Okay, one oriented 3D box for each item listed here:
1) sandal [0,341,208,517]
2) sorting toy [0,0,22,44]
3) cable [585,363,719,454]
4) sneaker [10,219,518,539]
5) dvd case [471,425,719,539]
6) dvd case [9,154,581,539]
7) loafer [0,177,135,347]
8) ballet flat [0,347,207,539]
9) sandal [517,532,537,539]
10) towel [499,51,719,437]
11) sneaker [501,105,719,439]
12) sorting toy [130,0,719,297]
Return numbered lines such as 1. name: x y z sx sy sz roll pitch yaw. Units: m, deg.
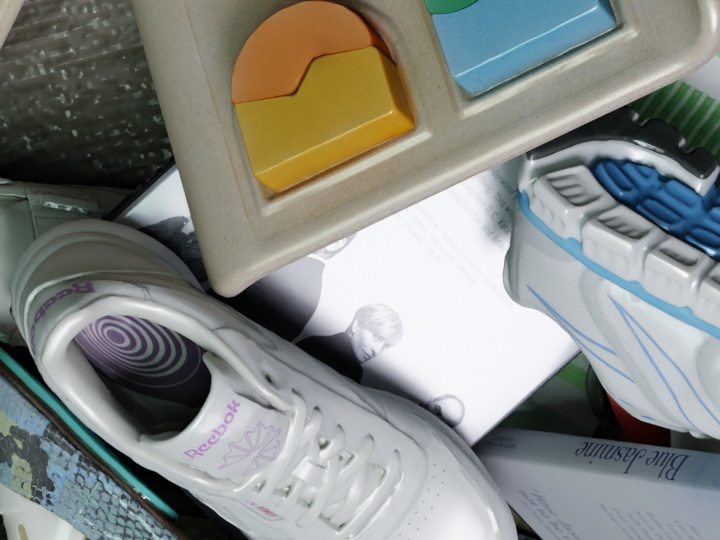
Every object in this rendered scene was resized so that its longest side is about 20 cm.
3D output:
1. sandal: -0.123 0.052 1.048 0.200 0.075 0.048 5 111 -3
2. sorting toy: -0.183 -0.173 0.983 0.185 0.036 0.200 28 109 -4
3. cable: 0.125 0.097 1.028 0.097 0.050 0.200 17 133 31
4. sneaker: -0.033 0.062 0.936 0.200 0.100 0.075 32 98 -13
5. dvd case: 0.135 0.110 0.962 0.143 0.200 0.018 47 68 -23
6. dvd case: 0.000 0.000 0.986 0.200 0.025 0.150 -42 103 5
7. loafer: -0.119 0.001 1.021 0.200 0.070 0.070 10 109 10
8. ballet flat: -0.077 0.107 0.962 0.200 0.074 0.074 38 114 13
9. sandal: 0.100 0.177 1.074 0.200 0.075 0.048 40 130 -8
10. towel: 0.050 -0.029 1.018 0.152 0.023 0.200 27 114 -4
11. sneaker: 0.129 0.030 0.913 0.200 0.075 0.087 38 140 16
12. sorting toy: 0.006 -0.111 0.923 0.200 0.036 0.185 -27 62 20
